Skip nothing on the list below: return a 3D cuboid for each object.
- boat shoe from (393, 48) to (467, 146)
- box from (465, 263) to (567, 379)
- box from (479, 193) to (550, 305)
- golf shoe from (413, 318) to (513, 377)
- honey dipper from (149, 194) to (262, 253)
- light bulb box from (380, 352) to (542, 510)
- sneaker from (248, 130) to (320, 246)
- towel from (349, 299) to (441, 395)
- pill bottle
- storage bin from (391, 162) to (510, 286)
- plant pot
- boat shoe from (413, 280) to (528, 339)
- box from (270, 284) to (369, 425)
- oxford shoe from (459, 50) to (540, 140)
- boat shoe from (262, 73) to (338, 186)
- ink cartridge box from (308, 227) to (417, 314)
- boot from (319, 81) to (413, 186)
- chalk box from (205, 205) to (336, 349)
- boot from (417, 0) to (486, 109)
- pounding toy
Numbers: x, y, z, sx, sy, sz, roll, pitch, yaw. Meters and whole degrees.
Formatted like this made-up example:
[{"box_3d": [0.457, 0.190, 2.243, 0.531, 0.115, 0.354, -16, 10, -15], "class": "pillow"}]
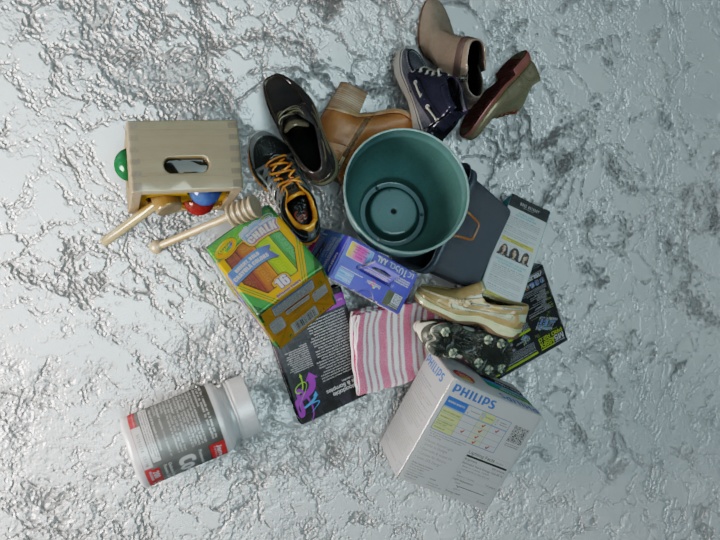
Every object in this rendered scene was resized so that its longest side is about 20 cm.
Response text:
[{"box_3d": [0.120, -0.308, 1.233, 0.074, 0.093, 0.202, 7, 57, -39], "class": "boat shoe"}, {"box_3d": [0.275, 0.100, 1.396, 0.198, 0.044, 0.162, -26, 104, -15], "class": "box"}, {"box_3d": [0.270, -0.029, 1.350, 0.081, 0.049, 0.202, 24, 74, -5], "class": "box"}, {"box_3d": [0.184, 0.125, 1.313, 0.198, 0.088, 0.078, 23, 94, -29], "class": "golf shoe"}, {"box_3d": [-0.244, -0.068, 1.151, 0.198, 0.038, 0.038, -18, 103, 19], "class": "honey dipper"}, {"box_3d": [0.172, 0.277, 1.308, 0.196, 0.125, 0.202, 25, 101, -21], "class": "light bulb box"}, {"box_3d": [-0.117, -0.138, 1.209, 0.078, 0.077, 0.202, -30, 91, -12], "class": "sneaker"}, {"box_3d": [0.070, 0.129, 1.313, 0.198, 0.030, 0.149, -9, 99, -32], "class": "towel"}, {"box_3d": [-0.264, 0.248, 1.178, 0.198, 0.114, 0.115, -20, 101, -16], "class": "pill bottle"}, {"box_3d": [0.173, -0.068, 1.303, 0.133, 0.145, 0.202, 27, 86, -30], "class": "storage bin"}, {"box_3d": [0.063, -0.110, 1.211, 0.197, 0.134, 0.203, 2, 78, -8], "class": "plant pot"}, {"box_3d": [0.191, 0.050, 1.274, 0.197, 0.072, 0.077, 17, 112, -10], "class": "boat shoe"}, {"box_3d": [-0.072, 0.143, 1.280, 0.141, 0.036, 0.203, -21, 100, -18], "class": "box"}, {"box_3d": [0.257, -0.300, 1.342, 0.075, 0.070, 0.200, 44, 81, -23], "class": "oxford shoe"}, {"box_3d": [-0.096, -0.232, 1.189, 0.074, 0.073, 0.201, -32, 82, 4], "class": "boat shoe"}, {"box_3d": [0.000, 0.000, 1.202, 0.135, 0.200, 0.077, 28, 90, -21], "class": "ink cartridge box"}, {"box_3d": [0.017, -0.206, 1.265, 0.198, 0.074, 0.157, 23, 88, -11], "class": "boot"}, {"box_3d": [-0.150, -0.005, 1.170, 0.124, 0.124, 0.200, -37, 61, -12], "class": "chalk box"}, {"box_3d": [0.160, -0.369, 1.258, 0.069, 0.146, 0.203, -13, 99, -18], "class": "boot"}, {"box_3d": [-0.289, -0.127, 1.114, 0.197, 0.184, 0.144, -5, 85, -19], "class": "pounding toy"}]
